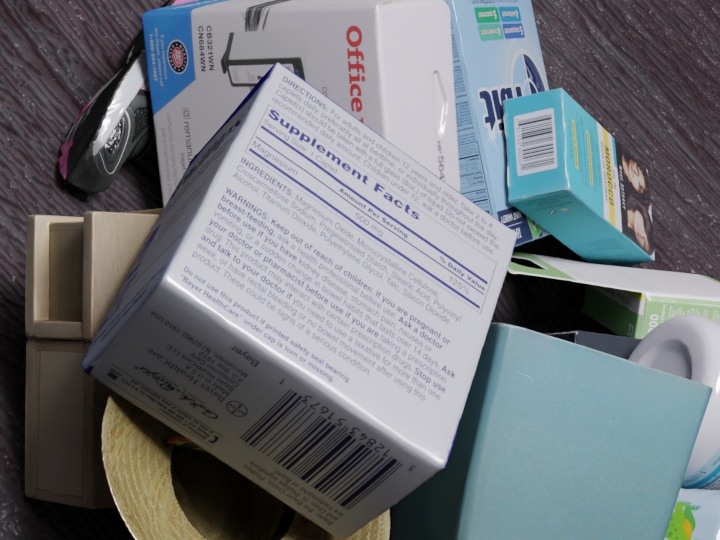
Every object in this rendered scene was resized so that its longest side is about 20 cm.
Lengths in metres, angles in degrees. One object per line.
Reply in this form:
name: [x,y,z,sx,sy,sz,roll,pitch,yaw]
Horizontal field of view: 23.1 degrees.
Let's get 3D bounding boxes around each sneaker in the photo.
sneaker: [-0.139,-0.122,1.278,0.086,0.080,0.200,40,51,-14]

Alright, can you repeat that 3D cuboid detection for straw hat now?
straw hat: [-0.081,0.129,1.024,0.201,0.085,0.201,22,48,-26]

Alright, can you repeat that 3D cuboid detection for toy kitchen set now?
toy kitchen set: [-0.132,0.051,1.151,0.200,0.163,0.181,2,88,-40]

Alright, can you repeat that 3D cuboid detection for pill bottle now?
pill bottle: [0.272,0.113,1.164,0.200,0.111,0.111,25,47,-23]

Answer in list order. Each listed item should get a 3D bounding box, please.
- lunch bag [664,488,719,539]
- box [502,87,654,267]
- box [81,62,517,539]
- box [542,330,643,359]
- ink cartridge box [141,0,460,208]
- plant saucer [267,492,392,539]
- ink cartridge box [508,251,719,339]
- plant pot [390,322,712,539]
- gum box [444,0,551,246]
lunch bag: [0.244,0.236,1.116,0.200,0.082,0.161,40,57,-46]
box: [0.171,-0.066,1.357,0.200,0.049,0.082,28,56,-59]
box: [-0.029,0.016,1.010,0.184,0.105,0.200,35,44,-12]
box: [0.196,0.092,1.267,0.200,0.141,0.079,8,80,-26]
ink cartridge box: [-0.041,-0.112,1.197,0.084,0.200,0.146,-21,109,-52]
plant saucer: [-0.037,0.151,1.122,0.200,0.034,0.201,6,68,-14]
ink cartridge box: [0.191,0.022,1.335,0.200,0.146,0.048,5,98,-10]
plant pot: [0.097,0.147,1.070,0.141,0.141,0.200,18,82,-17]
gum box: [0.101,-0.119,1.342,0.170,0.044,0.200,-17,97,-64]
